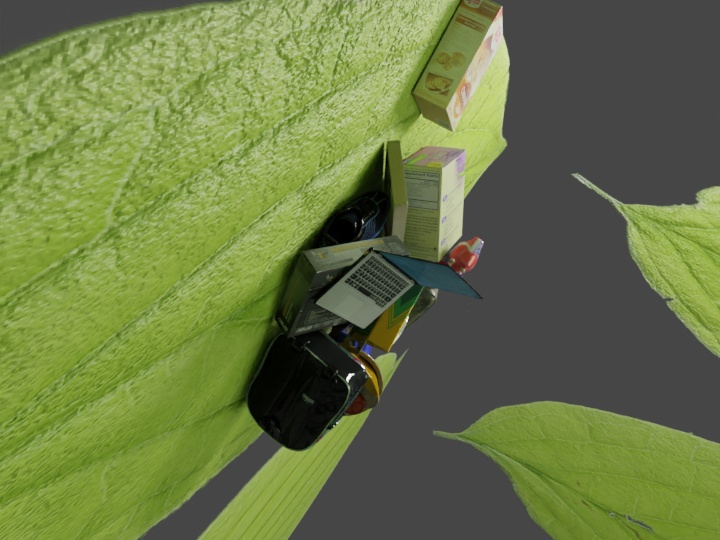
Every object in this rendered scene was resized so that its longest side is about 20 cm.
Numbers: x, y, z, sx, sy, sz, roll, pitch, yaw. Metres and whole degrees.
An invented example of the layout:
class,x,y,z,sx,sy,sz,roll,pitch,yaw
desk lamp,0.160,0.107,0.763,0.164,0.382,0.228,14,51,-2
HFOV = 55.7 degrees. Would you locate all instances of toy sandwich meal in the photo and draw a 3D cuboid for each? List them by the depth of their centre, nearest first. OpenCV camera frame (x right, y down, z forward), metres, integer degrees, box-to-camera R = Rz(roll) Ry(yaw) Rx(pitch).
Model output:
class,x,y,z,sx,sy,sz,roll,pitch,yaw
toy sandwich meal,-0.051,0.229,1.371,0.070,0.204,0.206,-77,-172,-60

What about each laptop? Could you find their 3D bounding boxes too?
class,x,y,z,sx,sy,sz,roll,pitch,yaw
laptop,0.065,0.047,1.101,0.200,0.116,0.187,-42,150,8

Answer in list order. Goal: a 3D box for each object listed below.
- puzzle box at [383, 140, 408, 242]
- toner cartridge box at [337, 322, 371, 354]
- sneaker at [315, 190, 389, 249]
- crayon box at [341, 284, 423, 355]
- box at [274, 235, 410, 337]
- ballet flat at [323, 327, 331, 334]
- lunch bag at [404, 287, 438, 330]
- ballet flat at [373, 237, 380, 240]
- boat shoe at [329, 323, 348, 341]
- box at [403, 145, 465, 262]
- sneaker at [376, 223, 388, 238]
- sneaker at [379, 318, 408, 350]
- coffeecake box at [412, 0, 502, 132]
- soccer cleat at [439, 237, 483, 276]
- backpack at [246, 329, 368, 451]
class,x,y,z,sx,sy,sz,roll,pitch,yaw
puzzle box,0.064,-0.131,1.265,0.200,0.025,0.134,90,-4,-68
toner cartridge box,-0.021,0.198,1.450,0.095,0.043,0.201,-35,144,-52
sneaker,-0.005,-0.083,1.163,0.200,0.070,0.078,-51,172,-34
crayon box,0.046,0.077,1.290,0.201,0.051,0.126,-60,-165,-8
box,-0.030,0.025,1.136,0.199,0.048,0.159,-12,142,-37
ballet flat,-0.078,0.086,1.269,0.076,0.064,0.201,-45,161,-49
lunch bag,0.092,0.030,1.612,0.200,0.139,0.168,-49,-165,42
ballet flat,0.008,0.010,1.243,0.066,0.057,0.200,-28,157,-34
boat shoe,-0.045,0.137,1.502,0.200,0.073,0.063,-51,163,-40
box,0.152,-0.146,1.451,0.176,0.096,0.201,-42,137,-57
sneaker,0.047,-0.032,1.484,0.200,0.075,0.100,-53,165,-31
sneaker,0.061,0.066,1.428,0.073,0.084,0.201,-17,-136,55
coffeecake box,0.182,-0.376,1.248,0.201,0.073,0.153,-62,167,3
soccer cleat,0.213,-0.024,1.477,0.076,0.067,0.200,-45,179,-9
backpack,-0.099,0.207,1.201,0.201,0.177,0.150,-58,166,19
